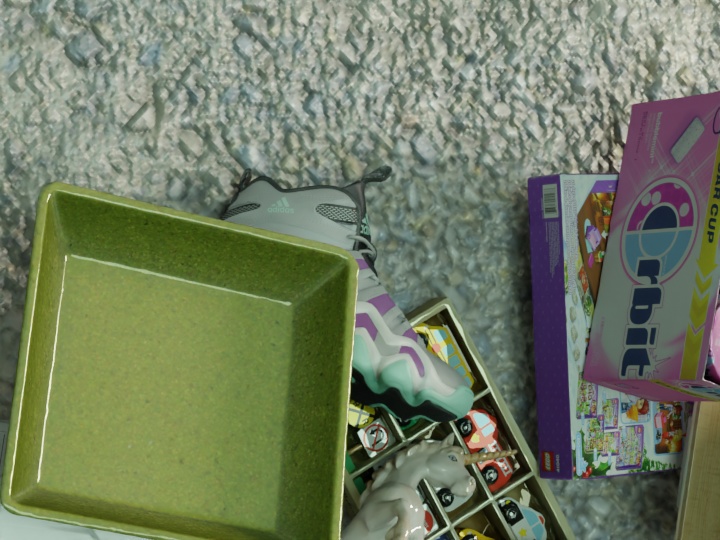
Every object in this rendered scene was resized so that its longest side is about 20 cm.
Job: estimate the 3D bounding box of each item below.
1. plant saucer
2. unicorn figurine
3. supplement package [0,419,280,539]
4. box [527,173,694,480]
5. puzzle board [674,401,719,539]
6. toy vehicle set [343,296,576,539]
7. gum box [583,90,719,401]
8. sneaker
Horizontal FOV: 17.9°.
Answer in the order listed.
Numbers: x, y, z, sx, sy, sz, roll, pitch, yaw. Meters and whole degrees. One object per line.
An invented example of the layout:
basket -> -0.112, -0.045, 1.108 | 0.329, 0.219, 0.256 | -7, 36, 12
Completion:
plant saucer -> -0.106, 0.067, 1.320 | 0.199, 0.048, 0.201 | 13, 65, -19
unicorn figurine -> 0.013, 0.175, 1.412 | 0.200, 0.137, 0.074 | -38, 112, 5
supplement package -> -0.137, 0.180, 1.376 | 0.199, 0.111, 0.157 | 10, 85, -20
box -> 0.178, 0.036, 1.528 | 0.136, 0.039, 0.201 | -1, 89, -34
puzzle board -> 0.265, 0.099, 1.555 | 0.150, 0.017, 0.201 | 11, 86, -48
toy vehicle set -> 0.049, 0.133, 1.496 | 0.124, 0.026, 0.201 | -31, 100, -19
gum box -> 0.219, -0.019, 1.465 | 0.066, 0.113, 0.201 | 17, 78, -33
sneaker -> 0.000, 0.000, 1.438 | 0.199, 0.078, 0.140 | 27, 70, -2
